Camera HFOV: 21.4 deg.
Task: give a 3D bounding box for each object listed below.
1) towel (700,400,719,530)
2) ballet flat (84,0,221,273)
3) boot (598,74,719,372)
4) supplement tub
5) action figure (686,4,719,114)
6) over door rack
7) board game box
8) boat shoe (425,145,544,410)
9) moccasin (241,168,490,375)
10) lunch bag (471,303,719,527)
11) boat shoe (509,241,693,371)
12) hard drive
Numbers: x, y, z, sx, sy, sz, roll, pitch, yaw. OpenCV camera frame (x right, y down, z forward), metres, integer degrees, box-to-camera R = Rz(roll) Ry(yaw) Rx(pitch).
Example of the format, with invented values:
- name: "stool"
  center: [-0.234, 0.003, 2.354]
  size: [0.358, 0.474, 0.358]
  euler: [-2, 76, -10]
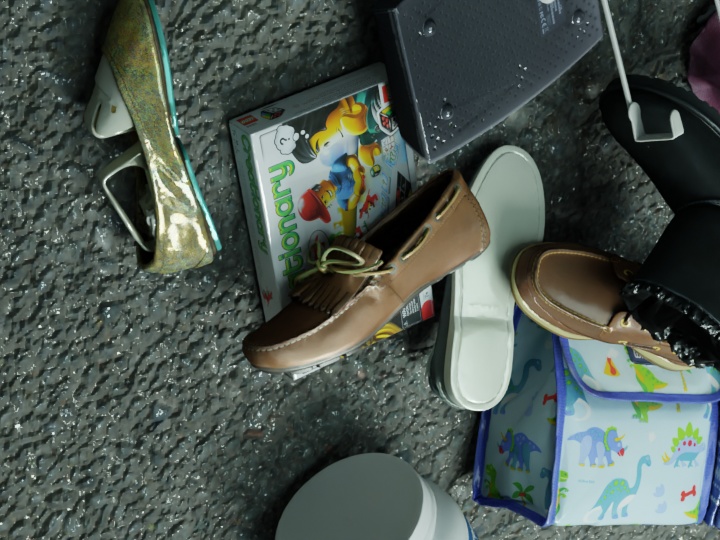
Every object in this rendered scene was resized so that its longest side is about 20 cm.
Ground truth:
- name: "towel"
  center: [0.289, 0.096, 1.565]
  size: [0.024, 0.145, 0.200]
  euler: [5, 108, -20]
- name: "ballet flat"
  center: [-0.142, -0.083, 1.231]
  size: [0.071, 0.071, 0.200]
  euler: [-27, 124, -23]
- name: "boot"
  center: [0.234, -0.032, 1.396]
  size: [0.198, 0.073, 0.163]
  euler: [36, 59, -7]
- name: "supplement tub"
  center: [0.034, 0.247, 1.451]
  size: [0.145, 0.145, 0.200]
  euler: [-43, 129, -12]
- name: "action figure"
  center: [0.344, -0.130, 1.464]
  size: [0.149, 0.200, 0.134]
  euler: [-47, 130, -10]
- name: "over door rack"
  center: [0.200, -0.197, 1.354]
  size: [0.148, 0.067, 0.200]
  euler: [-29, 97, -42]
- name: "board game box"
  center: [-0.017, -0.034, 1.357]
  size: [0.126, 0.035, 0.200]
  euler: [-24, 123, -24]
- name: "boat shoe"
  center: [0.087, 0.005, 1.433]
  size: [0.073, 0.062, 0.200]
  euler: [12, 84, -24]
- name: "moccasin"
  center: [0.001, 0.000, 1.317]
  size: [0.201, 0.074, 0.078]
  euler: [-33, 117, -14]
- name: "lunch bag"
  center: [0.196, 0.099, 1.522]
  size: [0.170, 0.127, 0.200]
  euler: [5, 92, -34]
- name: "boat shoe"
  center: [0.202, 0.023, 1.429]
  size: [0.200, 0.068, 0.072]
  euler: [20, 72, -30]
- name: "hard drive"
  center: [0.090, -0.177, 1.343]
  size: [0.200, 0.042, 0.135]
  euler: [-37, 128, -32]
